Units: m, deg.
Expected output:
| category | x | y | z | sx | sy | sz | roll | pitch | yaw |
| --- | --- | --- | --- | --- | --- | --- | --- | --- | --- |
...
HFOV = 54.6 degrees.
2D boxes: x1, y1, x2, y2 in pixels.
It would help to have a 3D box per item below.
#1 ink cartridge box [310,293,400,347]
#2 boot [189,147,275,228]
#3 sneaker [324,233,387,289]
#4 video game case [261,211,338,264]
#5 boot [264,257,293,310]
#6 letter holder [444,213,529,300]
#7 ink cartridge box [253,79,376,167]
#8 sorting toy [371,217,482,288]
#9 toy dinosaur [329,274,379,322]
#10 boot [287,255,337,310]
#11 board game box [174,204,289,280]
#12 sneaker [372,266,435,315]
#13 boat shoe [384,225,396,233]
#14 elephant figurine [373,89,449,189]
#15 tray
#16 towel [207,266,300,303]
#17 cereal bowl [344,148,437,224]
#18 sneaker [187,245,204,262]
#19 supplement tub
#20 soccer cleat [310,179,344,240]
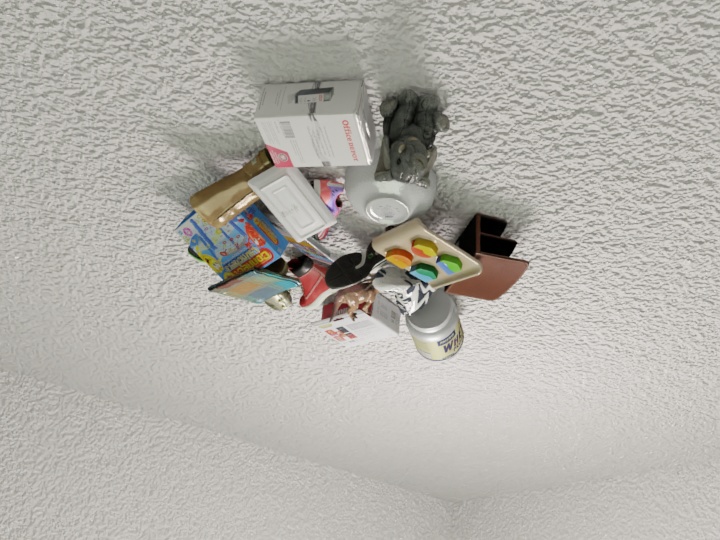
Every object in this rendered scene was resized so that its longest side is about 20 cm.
| category | x | y | z | sx | sy | sz | roll | pitch | yaw |
| --- | --- | --- | --- | --- | --- | --- | --- | --- | --- |
| ink cartridge box | -0.014 | 0.130 | 1.963 | 0.197 | 0.086 | 0.175 | -17 | 143 | 37 |
| boot | -0.233 | -0.151 | 1.484 | 0.198 | 0.067 | 0.176 | -31 | 125 | 16 |
| sneaker | 0.000 | 0.000 | 1.661 | 0.198 | 0.076 | 0.116 | -32 | 163 | -18 |
| video game case | -0.142 | -0.073 | 1.649 | 0.141 | 0.018 | 0.199 | 19 | 165 | 47 |
| boot | -0.223 | 0.035 | 1.824 | 0.197 | 0.073 | 0.155 | -6 | 136 | 45 |
| letter holder | 0.292 | -0.024 | 1.601 | 0.138 | 0.103 | 0.201 | 11 | 151 | -10 |
| ink cartridge box | -0.078 | -0.268 | 1.285 | 0.195 | 0.087 | 0.147 | 2 | 150 | 14 |
| sorting toy | 0.142 | -0.027 | 1.528 | 0.198 | 0.037 | 0.184 | 34 | 151 | -23 |
| toy dinosaur | -0.006 | 0.052 | 1.776 | 0.196 | 0.087 | 0.137 | -24 | 153 | -18 |
| boot | -0.149 | 0.028 | 1.845 | 0.142 | 0.074 | 0.200 | 27 | 145 | -18 |
| board game box | -0.299 | -0.078 | 1.613 | 0.198 | 0.056 | 0.196 | -29 | 113 | 37 |
| sneaker | 0.101 | 0.061 | 1.726 | 0.196 | 0.080 | 0.132 | -9 | 131 | -39 |
| boat shoe | 0.127 | -0.055 | 1.630 | 0.056 | 0.068 | 0.199 | -28 | 137 | 23 |
| elephant figurine | 0.081 | -0.204 | 1.232 | 0.138 | 0.204 | 0.155 | -9 | 147 | 28 |
| tray | -0.139 | -0.136 | 1.454 | 0.106 | 0.023 | 0.201 | -25 | 133 | 16 |
| towel | -0.252 | 0.038 | 1.677 | 0.144 | 0.022 | 0.199 | -23 | 161 | 22 |
| cereal bowl | 0.060 | -0.157 | 1.445 | 0.194 | 0.085 | 0.202 | 6 | 150 | 3 |
| sneaker | -0.347 | -0.071 | 1.730 | 0.195 | 0.077 | 0.085 | -4 | 123 | 25 |
| supplement tub | 0.198 | 0.143 | 1.867 | 0.141 | 0.148 | 0.201 | -1 | 150 | 16 |
| soccer cleat | -0.073 | -0.130 | 1.549 | 0.071 | 0.070 | 0.201 | -1 | 150 | -3 |
